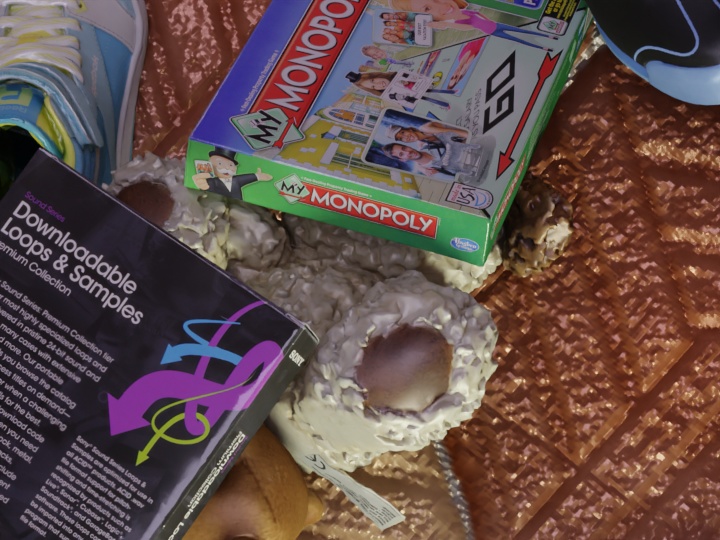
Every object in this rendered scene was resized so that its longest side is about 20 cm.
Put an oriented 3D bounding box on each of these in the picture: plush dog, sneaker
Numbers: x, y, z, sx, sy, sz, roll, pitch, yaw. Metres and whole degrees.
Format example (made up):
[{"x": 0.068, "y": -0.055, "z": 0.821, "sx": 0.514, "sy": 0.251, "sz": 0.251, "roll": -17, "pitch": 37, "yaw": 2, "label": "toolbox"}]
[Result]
[{"x": 0.000, "y": 0.000, "z": 1.305, "sx": 0.200, "sy": 0.160, "sz": 0.172, "roll": 27, "pitch": 65, "yaw": 23, "label": "plush dog"}, {"x": -0.146, "y": -0.093, "z": 1.330, "sx": 0.079, "sy": 0.131, "sz": 0.200, "roll": -7, "pitch": 79, "yaw": 8, "label": "sneaker"}, {"x": 0.115, "y": -0.157, "z": 1.297, "sx": 0.070, "sy": 0.078, "sz": 0.200, "roll": -33, "pitch": 53, "yaw": -2, "label": "sneaker"}]

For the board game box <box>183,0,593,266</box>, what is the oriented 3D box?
[{"x": 0.018, "y": -0.086, "z": 1.294, "sx": 0.135, "sy": 0.029, "sz": 0.200, "roll": 15, "pitch": 40, "yaw": 9, "label": "board game box"}]

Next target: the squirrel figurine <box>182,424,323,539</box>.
[{"x": -0.106, "y": 0.139, "z": 1.281, "sx": 0.187, "sy": 0.142, "sz": 0.200, "roll": -10, "pitch": 97, "yaw": 15, "label": "squirrel figurine"}]

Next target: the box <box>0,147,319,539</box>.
[{"x": -0.130, "y": 0.069, "z": 1.199, "sx": 0.143, "sy": 0.036, "sz": 0.200, "roll": 34, "pitch": 86, "yaw": 18, "label": "box"}]
